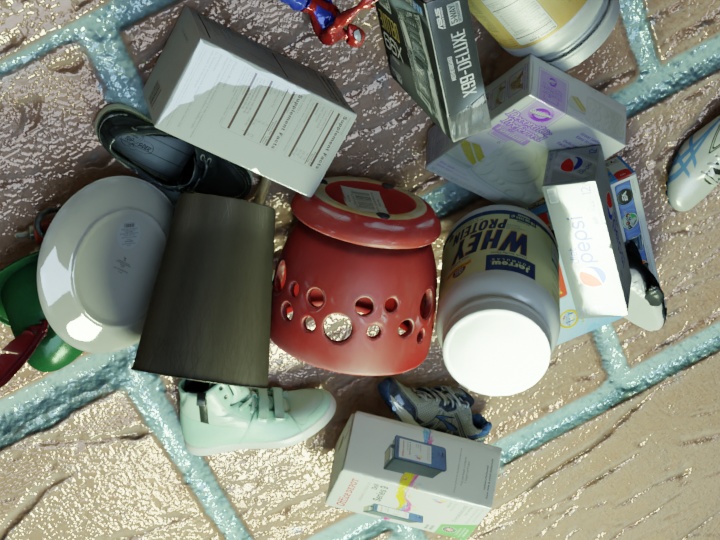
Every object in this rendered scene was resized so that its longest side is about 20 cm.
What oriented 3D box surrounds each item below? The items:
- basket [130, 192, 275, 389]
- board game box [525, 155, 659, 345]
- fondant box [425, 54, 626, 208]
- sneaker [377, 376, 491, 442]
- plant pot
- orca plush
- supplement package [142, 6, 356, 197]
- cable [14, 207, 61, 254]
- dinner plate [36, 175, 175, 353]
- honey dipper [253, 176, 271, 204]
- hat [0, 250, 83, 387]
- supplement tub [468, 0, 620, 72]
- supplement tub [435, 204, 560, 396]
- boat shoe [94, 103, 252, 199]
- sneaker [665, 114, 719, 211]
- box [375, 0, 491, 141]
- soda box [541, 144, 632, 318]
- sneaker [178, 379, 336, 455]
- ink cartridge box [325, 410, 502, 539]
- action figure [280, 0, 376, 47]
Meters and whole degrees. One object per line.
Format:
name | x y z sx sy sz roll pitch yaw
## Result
basket | -0.163 0.022 1.573 0.179 0.135 0.203 14 83 -53
board game box | 0.269 -0.016 1.773 0.193 0.056 0.202 -22 122 -3
fondant box | 0.188 -0.152 1.610 0.143 0.059 0.199 23 147 -26
sneaker | 0.100 0.179 1.830 0.085 0.077 0.200 -48 129 5
plant pot | 0.000 0.000 1.622 0.197 0.201 0.185 5 112 -19
orca plush | 0.316 -0.005 1.740 0.198 0.072 0.105 30 152 -18
supplement package | -0.122 -0.183 1.531 0.198 0.114 0.110 23 109 -26
cable | -0.299 -0.047 1.609 0.198 0.050 0.098 -20 117 -19
dinner plate | -0.270 -0.004 1.560 0.198 0.024 0.203 -15 111 -43
honey dipper | -0.134 -0.043 1.655 0.037 0.038 0.202 15 109 -23
hat | -0.335 0.095 1.557 0.198 0.178 0.166 -23 145 10
supplement tub | 0.178 -0.325 1.522 0.145 0.145 0.200 -43 121 10
supplement tub | 0.161 0.034 1.624 0.142 0.201 0.147 3 126 5
boat shoe | -0.204 -0.121 1.569 0.198 0.066 0.075 30 105 -28
sneaker | 0.457 -0.153 1.744 0.071 0.073 0.201 30 108 -30
box | 0.070 -0.251 1.500 0.049 0.200 0.159 -20 123 -9
soda box | 0.261 -0.042 1.599 0.062 0.069 0.202 -5 129 21
sneaker | -0.130 0.159 1.738 0.197 0.074 0.120 -12 127 -7
ink cartridge box | 0.064 0.264 1.787 0.197 0.089 0.146 17 151 -4
action figure | -0.056 -0.314 1.501 0.199 0.066 0.099 34 121 -29
